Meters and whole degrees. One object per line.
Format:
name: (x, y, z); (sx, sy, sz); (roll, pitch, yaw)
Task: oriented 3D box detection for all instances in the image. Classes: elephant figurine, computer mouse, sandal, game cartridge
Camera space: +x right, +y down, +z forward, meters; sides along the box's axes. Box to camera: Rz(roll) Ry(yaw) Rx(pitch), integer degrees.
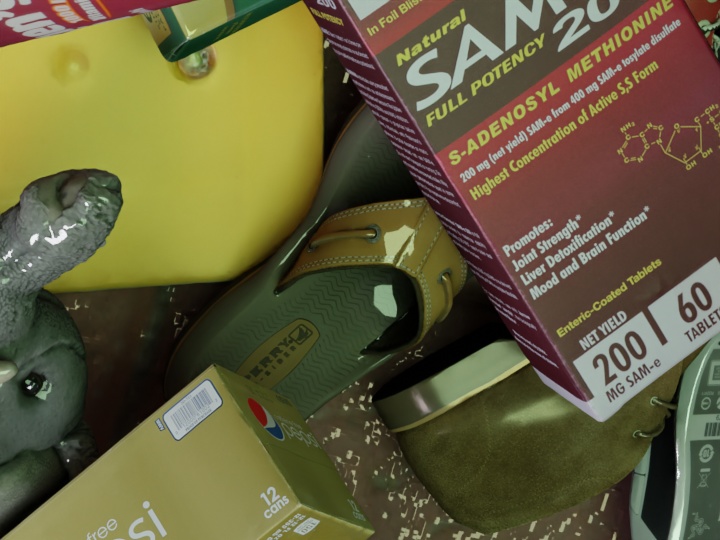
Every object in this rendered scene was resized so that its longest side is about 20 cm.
elephant figurine: (-0.152, 0.058, 0.934); (0.199, 0.155, 0.142); (-27, 100, -3)
computer mouse: (0.142, 0.107, 1.095); (0.109, 0.044, 0.201); (2, 102, -34)
sandal: (0.000, 0.000, 0.977); (0.082, 0.055, 0.200); (40, 105, -23)
game cartridge: (-0.111, -0.079, 0.977); (0.199, 0.032, 0.177); (-3, 105, -14)

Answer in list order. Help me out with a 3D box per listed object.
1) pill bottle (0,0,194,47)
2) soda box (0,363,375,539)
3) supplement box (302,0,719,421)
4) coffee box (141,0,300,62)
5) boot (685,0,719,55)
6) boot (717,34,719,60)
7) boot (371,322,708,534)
pill bottle: (-0.126, -0.128, 0.854); (0.199, 0.110, 0.110); (-12, 110, 17)
soda box: (-0.097, 0.123, 0.912); (0.200, 0.064, 0.068); (-39, 155, 10)
supplement box: (0.068, -0.060, 0.920); (0.109, 0.061, 0.200); (-36, 109, -7)
coffee box: (-0.009, -0.172, 0.946); (0.199, 0.044, 0.124); (-26, 92, -16)
boot: (0.134, -0.099, 0.993); (0.200, 0.072, 0.144); (-42, 90, 12)
boot: (0.210, -0.088, 0.992); (0.069, 0.174, 0.201); (-17, 109, -28)
boot: (0.109, 0.036, 1.035); (0.199, 0.074, 0.076); (-29, 94, 9)
